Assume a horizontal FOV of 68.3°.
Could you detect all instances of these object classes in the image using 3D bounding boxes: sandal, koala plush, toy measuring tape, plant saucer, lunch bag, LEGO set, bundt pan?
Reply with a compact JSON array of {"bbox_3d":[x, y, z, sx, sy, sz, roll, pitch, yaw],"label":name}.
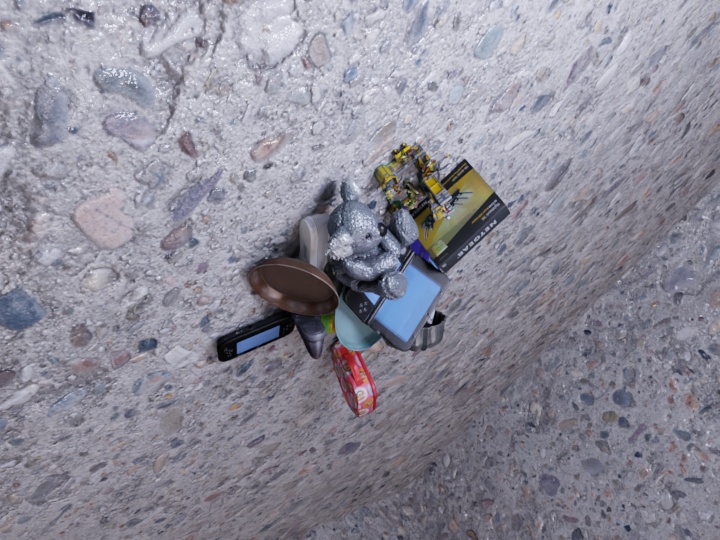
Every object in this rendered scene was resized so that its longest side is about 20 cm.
[{"bbox_3d":[0.010,0.182,1.484,0.060,0.077,0.208,-58,148,-18],"label":"sandal"},{"bbox_3d":[-0.004,-0.062,1.032,0.177,0.184,0.200,3,157,26],"label":"koala plush"},{"bbox_3d":[-0.084,0.101,1.289,0.072,0.075,0.202,-30,148,-8],"label":"toy measuring tape"},{"bbox_3d":[0.010,0.082,1.215,0.196,0.027,0.208,-19,118,-38],"label":"plant saucer"},{"bbox_3d":[-0.021,0.291,1.490,0.079,0.204,0.179,-20,148,-13],"label":"lunch bag"},{"bbox_3d":[0.120,-0.155,1.107,0.151,0.117,0.202,-30,149,-8],"label":"LEGO set"},{"bbox_3d":[0.146,0.169,1.489,0.196,0.199,0.079,-12,104,-34],"label":"bundt pan"},{"bbox_3d":[-0.133,0.031,1.091,0.192,0.036,0.203,12,150,7],"label":"plant saucer"}]

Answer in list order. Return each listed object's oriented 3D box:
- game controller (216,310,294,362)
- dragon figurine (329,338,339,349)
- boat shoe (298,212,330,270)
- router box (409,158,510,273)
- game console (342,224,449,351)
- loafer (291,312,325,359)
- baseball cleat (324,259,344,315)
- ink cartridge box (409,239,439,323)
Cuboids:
[{"bbox_3d":[-0.240,0.154,1.235,0.194,0.043,0.106,-21,146,-23],"label":"game controller"},{"bbox_3d":[0.000,0.130,1.336,0.192,0.060,0.101,-16,135,6],"label":"dragon figurine"},{"bbox_3d":[-0.090,-0.038,1.111,0.067,0.072,0.205,-21,138,-24],"label":"boat shoe"},{"bbox_3d":[0.215,-0.124,1.208,0.199,0.159,0.052,-43,149,12],"label":"router box"},{"bbox_3d":[0.082,0.038,1.164,0.203,0.114,0.177,-55,139,-12],"label":"game console"},{"bbox_3d":[-0.116,0.128,1.184,0.069,0.200,0.066,-5,109,-11],"label":"loafer"},{"bbox_3d":[-0.029,0.037,1.227,0.104,0.070,0.206,-22,126,-24],"label":"baseball cleat"},{"bbox_3d":[0.162,0.010,1.342,0.199,0.042,0.205,38,66,-59],"label":"ink cartridge box"}]
